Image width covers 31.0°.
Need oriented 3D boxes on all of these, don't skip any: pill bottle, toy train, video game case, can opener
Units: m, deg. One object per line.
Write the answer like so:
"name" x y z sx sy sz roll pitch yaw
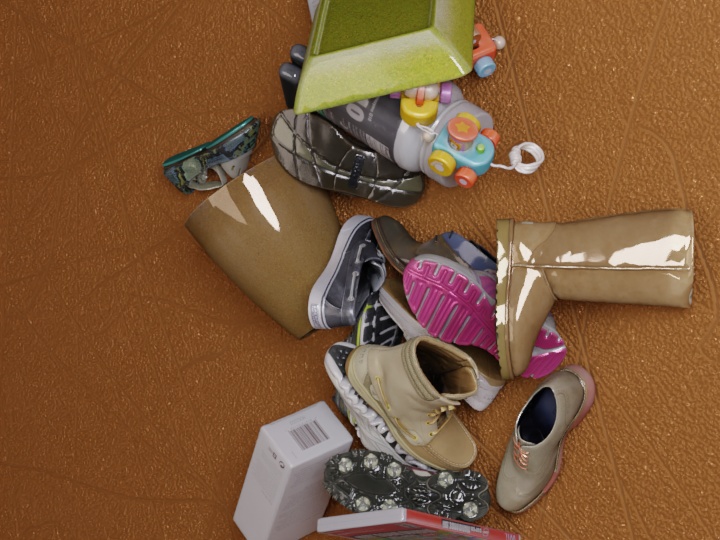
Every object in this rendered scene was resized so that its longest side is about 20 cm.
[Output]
"pill bottle" 0.048 -0.185 1.491 0.199 0.113 0.114 34 119 26
"toy train" 0.115 -0.188 1.393 0.056 0.149 0.201 91 158 -62
"video game case" 0.068 0.304 1.502 0.142 0.199 0.018 -18 61 44
"can opener" -0.059 -0.211 1.574 0.066 0.200 0.053 26 78 13

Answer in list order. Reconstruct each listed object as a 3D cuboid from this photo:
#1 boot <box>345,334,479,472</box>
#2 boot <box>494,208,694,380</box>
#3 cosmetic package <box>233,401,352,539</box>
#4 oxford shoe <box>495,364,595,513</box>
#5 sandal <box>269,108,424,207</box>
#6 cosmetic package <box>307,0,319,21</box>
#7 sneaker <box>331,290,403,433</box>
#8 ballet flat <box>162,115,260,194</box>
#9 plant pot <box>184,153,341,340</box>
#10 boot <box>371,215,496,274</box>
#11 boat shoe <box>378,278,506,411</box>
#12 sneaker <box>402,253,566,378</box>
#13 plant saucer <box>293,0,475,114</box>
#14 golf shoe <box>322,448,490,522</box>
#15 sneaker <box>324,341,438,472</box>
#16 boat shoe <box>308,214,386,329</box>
"boot" 0.091 0.152 1.470 0.200 0.073 0.155 48 150 -14
"boot" 0.236 0.026 1.314 0.198 0.066 0.177 1 95 10
"cosmetic package" -0.089 0.271 1.674 0.071 0.101 0.201 48 139 29
"oxford shoe" 0.188 0.192 1.448 0.071 0.073 0.201 38 121 34
"sandal" -0.016 -0.135 1.565 0.198 0.055 0.082 18 103 -2
"cosmetic package" -0.023 -0.406 1.560 0.101 0.071 0.202 -14 87 44
"sneaker" -0.001 0.101 1.622 0.081 0.073 0.202 25 112 43
"ballet flat" -0.192 -0.153 1.780 0.199 0.074 0.075 -18 84 46
"plant pot" -0.090 -0.022 1.633 0.186 0.186 0.201 -37 84 41
"boot" 0.096 -0.018 1.526 0.097 0.075 0.200 -47 58 14
"boat shoe" 0.085 0.089 1.535 0.200 0.070 0.070 44 124 28
"sneaker" 0.132 0.039 1.420 0.199 0.088 0.082 32 118 -14
"plant saucer" 0.023 -0.264 1.415 0.198 0.201 0.048 -11 128 15
"golf shoe" 0.053 0.264 1.525 0.198 0.088 0.078 10 72 8
"sneaker" 0.016 0.174 1.565 0.081 0.075 0.200 -26 108 45
"boat shoe" 0.000 0.000 1.542 0.067 0.200 0.072 1 121 20
